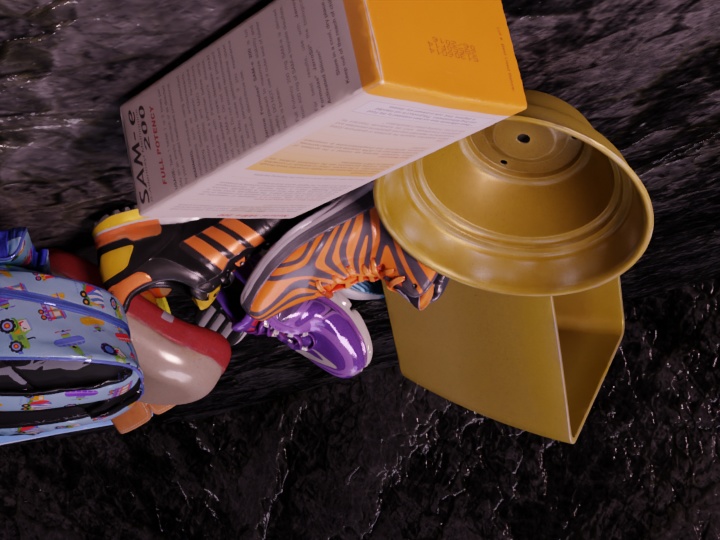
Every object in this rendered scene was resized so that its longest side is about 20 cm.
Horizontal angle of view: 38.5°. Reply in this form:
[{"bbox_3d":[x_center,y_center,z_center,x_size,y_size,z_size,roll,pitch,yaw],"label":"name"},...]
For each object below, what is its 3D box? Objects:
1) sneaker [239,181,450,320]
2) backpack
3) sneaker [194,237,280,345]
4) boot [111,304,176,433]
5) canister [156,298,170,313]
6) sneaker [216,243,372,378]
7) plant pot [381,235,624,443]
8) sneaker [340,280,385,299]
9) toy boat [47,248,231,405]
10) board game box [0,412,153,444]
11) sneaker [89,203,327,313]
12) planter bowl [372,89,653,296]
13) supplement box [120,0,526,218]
[{"bbox_3d":[0.000,0.000,0.846,0.200,0.112,0.078,-39,167,9],"label":"sneaker"},{"bbox_3d":[-0.264,0.050,0.778,0.199,0.135,0.183,0,157,-10],"label":"backpack"},{"bbox_3d":[-0.086,-0.014,1.033,0.200,0.075,0.116,-43,-178,38],"label":"sneaker"},{"bbox_3d":[-0.278,0.098,1.030,0.199,0.155,0.074,-22,-161,11],"label":"boot"},{"bbox_3d":[-0.325,0.079,1.142,0.199,0.087,0.149,-12,172,7],"label":"canister"},{"bbox_3d":[-0.080,0.041,0.936,0.081,0.200,0.084,-43,-163,38],"label":"sneaker"},{"bbox_3d":[0.131,0.018,0.967,0.176,0.201,0.200,1,-151,29],"label":"plant pot"},{"bbox_3d":[0.007,-0.005,1.057,0.081,0.077,0.200,-22,176,29],"label":"sneaker"},{"bbox_3d":[-0.205,0.032,0.944,0.200,0.131,0.130,34,150,-13],"label":"toy boat"},{"bbox_3d":[-0.345,0.157,1.171,0.199,0.056,0.196,-9,175,-16],"label":"board game box"},{"bbox_3d":[-0.119,-0.014,0.861,0.199,0.091,0.070,-10,170,-17],"label":"sneaker"},{"bbox_3d":[0.115,-0.071,0.755,0.199,0.084,0.201,11,145,8],"label":"planter bowl"},{"bbox_3d":[-0.026,-0.093,0.582,0.199,0.074,0.126,-21,167,40],"label":"supplement box"}]
